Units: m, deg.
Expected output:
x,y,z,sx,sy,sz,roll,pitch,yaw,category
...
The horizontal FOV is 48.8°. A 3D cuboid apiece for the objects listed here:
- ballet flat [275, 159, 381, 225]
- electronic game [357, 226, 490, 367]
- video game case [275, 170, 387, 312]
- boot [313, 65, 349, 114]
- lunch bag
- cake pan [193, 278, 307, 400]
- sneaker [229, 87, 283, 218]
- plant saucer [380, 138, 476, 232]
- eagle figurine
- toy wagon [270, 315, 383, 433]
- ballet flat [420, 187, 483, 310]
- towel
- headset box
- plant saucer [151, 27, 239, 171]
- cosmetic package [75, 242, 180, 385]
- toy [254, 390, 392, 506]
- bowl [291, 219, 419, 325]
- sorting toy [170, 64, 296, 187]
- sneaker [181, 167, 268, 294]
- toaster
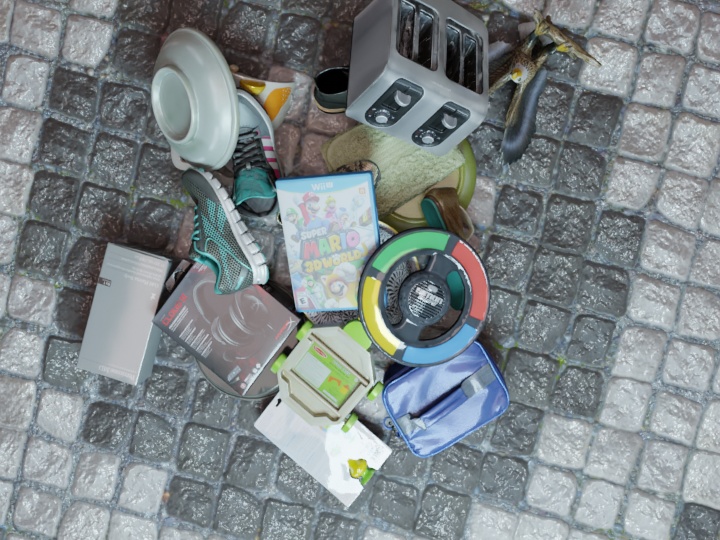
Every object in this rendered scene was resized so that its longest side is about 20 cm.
x,y,z,sx,sy,sz,roll,pitch,yaw,category
-0.054,-0.103,1.187,0.198,0.076,0.068,-16,121,40,ballet flat
0.092,0.039,1.135,0.195,0.042,0.205,-1,99,-8,electronic game
-0.040,-0.039,1.150,0.140,0.018,0.204,-3,110,13,video game case
0.024,-0.285,1.187,0.196,0.138,0.079,-20,93,1,boot
0.121,0.188,1.219,0.198,0.132,0.137,-33,92,2,lunch bag
-0.179,0.110,1.268,0.195,0.037,0.205,0,93,1,cake pan
-0.163,-0.154,1.162,0.082,0.122,0.202,-13,132,8,sneaker
0.087,-0.152,1.249,0.195,0.031,0.205,0,94,1,plant saucer
0.232,-0.287,1.199,0.201,0.149,0.153,-51,54,28,eagle figurine
-0.037,0.144,1.201,0.154,0.040,0.201,39,107,0,toy wagon
0.151,-0.038,1.233,0.072,0.067,0.204,-29,110,-26,ballet flat
0.049,-0.174,1.215,0.197,0.036,0.150,-30,93,3,towel
-0.207,0.065,1.209,0.199,0.077,0.150,39,93,-3,headset box
-0.250,-0.239,1.130,0.050,0.198,0.204,-21,94,-41,plant saucer
-0.363,0.066,1.244,0.104,0.090,0.204,14,91,0,cosmetic package
-0.058,0.265,1.270,0.199,0.047,0.116,40,92,4,toy
0.000,0.000,1.218,0.196,0.094,0.205,4,111,9,bowl
-0.221,-0.229,1.231,0.196,0.107,0.183,18,113,0,sorting toy
-0.213,-0.054,1.136,0.090,0.078,0.202,-30,81,-21,sneaker
0.081,-0.288,1.113,0.178,0.118,0.204,19,63,-29,toaster
